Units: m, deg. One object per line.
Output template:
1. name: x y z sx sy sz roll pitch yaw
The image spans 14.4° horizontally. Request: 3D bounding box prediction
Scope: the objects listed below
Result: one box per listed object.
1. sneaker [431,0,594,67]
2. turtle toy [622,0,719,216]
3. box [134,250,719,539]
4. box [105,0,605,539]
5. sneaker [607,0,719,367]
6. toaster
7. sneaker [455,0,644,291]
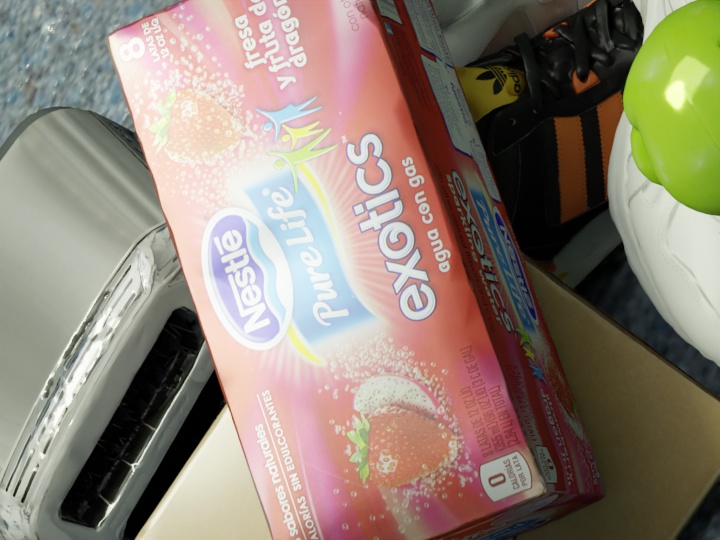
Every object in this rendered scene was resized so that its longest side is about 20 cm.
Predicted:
1. sneaker: 0.019 -0.083 1.099 0.200 0.115 0.075 -45 43 19
2. turtle toy: 0.161 -0.098 0.865 0.200 0.146 0.101 -50 28 -8
3. box: 0.019 0.088 1.018 0.163 0.021 0.200 37 99 15
4. box: 0.000 0.000 0.964 0.095 0.100 0.201 -22 80 14
5. sneaker: 0.131 -0.065 0.959 0.099 0.077 0.201 151 115 -73
6. toaster: -0.115 0.040 1.174 0.129 0.113 0.201 34 93 47
7. sneaker: 0.079 -0.062 1.045 0.200 0.090 0.070 -47 43 17
